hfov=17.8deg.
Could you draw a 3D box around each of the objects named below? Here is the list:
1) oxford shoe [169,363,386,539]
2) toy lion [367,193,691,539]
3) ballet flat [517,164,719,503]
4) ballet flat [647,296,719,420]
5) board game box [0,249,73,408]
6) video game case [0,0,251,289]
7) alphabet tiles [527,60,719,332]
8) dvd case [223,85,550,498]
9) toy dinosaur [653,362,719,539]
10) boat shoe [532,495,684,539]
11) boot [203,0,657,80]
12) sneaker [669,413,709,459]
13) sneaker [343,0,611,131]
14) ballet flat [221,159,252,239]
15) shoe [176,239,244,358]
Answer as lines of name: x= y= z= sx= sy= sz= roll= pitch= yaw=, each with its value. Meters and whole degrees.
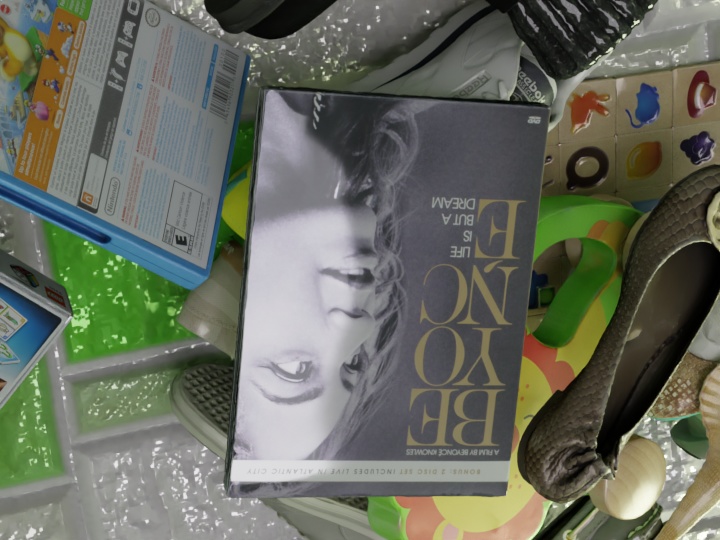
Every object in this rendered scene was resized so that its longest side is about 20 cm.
oxford shoe: x=-0.028 y=0.119 z=1.268 sx=0.200 sy=0.075 sz=0.058 roll=33 pitch=127 yaw=-24
toy lion: x=0.082 y=0.060 z=1.217 sx=0.191 sy=0.069 sz=0.201 roll=1 pitch=102 yaw=-40
ballet flat: x=0.151 y=0.035 z=1.195 sx=0.067 sy=0.046 sz=0.200 roll=40 pitch=80 yaw=-34
ballet flat: x=0.232 y=0.012 z=1.286 sx=0.200 sy=0.071 sz=0.065 roll=-32 pitch=145 yaw=-10
board game box: x=-0.255 y=0.015 z=1.105 sx=0.200 sy=0.035 sz=0.126 roll=33 pitch=104 yaw=-28
video game case: x=-0.150 y=-0.091 z=1.114 sx=0.200 sy=0.144 sz=0.018 roll=27 pitch=142 yaw=-24
alphabet tiles: x=0.142 y=-0.029 z=1.288 sx=0.199 sy=0.006 sz=0.167 roll=-9 pitch=114 yaw=-12
dvd case: x=0.013 y=0.014 z=1.125 sx=0.148 sy=0.016 sz=0.201 roll=2 pitch=102 yaw=-20
toy dinosaur: x=0.225 y=0.092 z=1.269 sx=0.101 sy=0.058 sz=0.200 roll=29 pitch=101 yaw=-15
boat shoe: x=0.089 y=0.187 z=1.330 sx=0.201 sy=0.072 sz=0.060 roll=-36 pitch=90 yaw=12
boot: x=0.046 y=-0.145 z=1.107 sx=0.211 sy=0.079 sz=0.158 roll=-40 pitch=115 yaw=0
sneaker: x=0.287 y=0.093 z=1.342 sx=0.199 sy=0.074 sz=0.089 roll=20 pitch=102 yaw=-19
sneaker: x=0.044 y=-0.071 z=1.160 sx=0.200 sy=0.080 sz=0.077 roll=-47 pitch=125 yaw=-25
ballet flat: x=0.000 y=0.000 z=1.226 sx=0.067 sy=0.067 sz=0.200 roll=-25 pitch=134 yaw=31
shoe: x=-0.017 y=0.067 z=1.245 sx=0.200 sy=0.070 sz=0.053 roll=44 pitch=83 yaw=-17
